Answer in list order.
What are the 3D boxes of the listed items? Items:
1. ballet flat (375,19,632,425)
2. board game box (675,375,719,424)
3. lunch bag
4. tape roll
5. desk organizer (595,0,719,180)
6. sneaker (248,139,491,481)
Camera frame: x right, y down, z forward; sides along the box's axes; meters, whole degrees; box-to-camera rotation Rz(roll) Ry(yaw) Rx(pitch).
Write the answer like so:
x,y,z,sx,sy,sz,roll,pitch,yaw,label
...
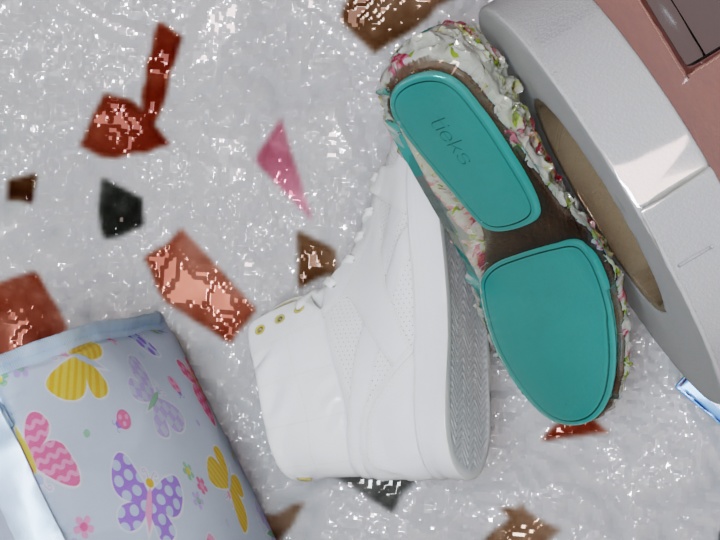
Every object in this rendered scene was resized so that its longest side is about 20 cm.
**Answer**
x,y,z,sx,sy,sz,roll,pitch,yaw,label
0.072,-0.026,1.104,0.076,0.064,0.200,-13,119,23,ballet flat
0.266,0.027,1.146,0.151,0.037,0.200,42,96,6,board game box
-0.120,0.114,1.116,0.127,0.200,0.170,-28,88,7,lunch bag
0.117,-0.036,1.081,0.037,0.203,0.203,-31,87,-2,tape roll
0.136,-0.118,1.145,0.077,0.072,0.200,-31,87,5,desk organizer
0.000,0.000,1.162,0.115,0.074,0.200,-6,70,28,sneaker
